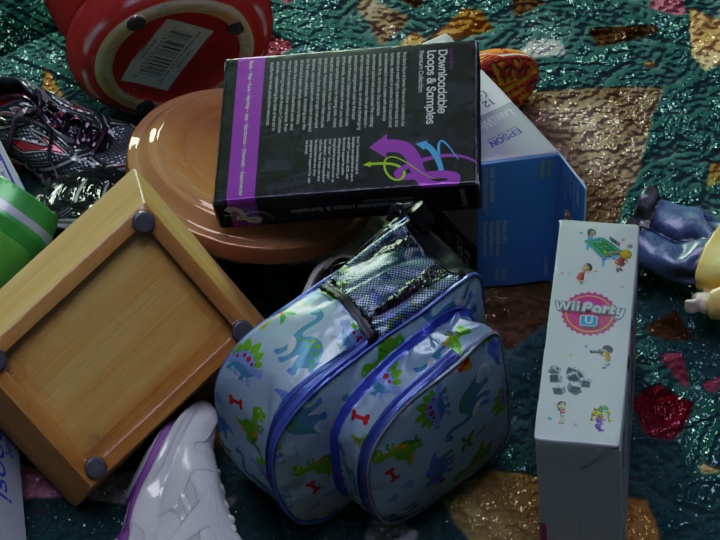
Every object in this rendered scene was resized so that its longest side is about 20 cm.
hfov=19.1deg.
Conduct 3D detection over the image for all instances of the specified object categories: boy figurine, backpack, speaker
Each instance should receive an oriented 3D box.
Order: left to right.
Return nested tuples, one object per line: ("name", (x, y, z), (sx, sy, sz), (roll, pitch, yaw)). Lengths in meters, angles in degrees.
("speaker", (-0.311, 0.025, 1.615), (0.088, 0.088, 0.201), (27, 79, 24))
("backpack", (0.005, 0.087, 1.521), (0.199, 0.184, 0.147), (-32, 53, -18))
("boy figurine", (0.302, -0.005, 1.666), (0.199, 0.065, 0.125), (20, 52, 18))

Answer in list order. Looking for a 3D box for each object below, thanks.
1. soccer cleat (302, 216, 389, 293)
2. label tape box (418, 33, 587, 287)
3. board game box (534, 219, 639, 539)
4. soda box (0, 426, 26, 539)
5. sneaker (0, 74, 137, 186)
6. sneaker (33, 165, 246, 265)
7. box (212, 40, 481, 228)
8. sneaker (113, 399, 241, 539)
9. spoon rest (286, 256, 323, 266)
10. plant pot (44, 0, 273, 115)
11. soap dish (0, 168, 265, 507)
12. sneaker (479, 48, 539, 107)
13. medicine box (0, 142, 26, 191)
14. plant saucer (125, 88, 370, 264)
("soccer cleat", (0.000, 0.000, 1.667), (0.069, 0.078, 0.201), (14, 51, 15))
("label tape box", (0.095, -0.066, 1.676), (0.066, 0.144, 0.200), (-24, 52, -18))
("board game box", (0.164, 0.088, 1.536), (0.064, 0.148, 0.201), (4, 49, 9))
("soda box", (-0.279, 0.185, 1.513), (0.063, 0.068, 0.201), (-29, 46, 17))
("sneaker", (-0.258, -0.113, 1.782), (0.198, 0.075, 0.081), (14, 51, 14))
("sneaker", (-0.174, -0.035, 1.707), (0.198, 0.080, 0.074), (2, 36, 10))
("box", (-0.007, -0.103, 1.608), (0.198, 0.036, 0.144), (-4, 53, 9))
("sneaker", (-0.123, 0.183, 1.533), (0.099, 0.075, 0.201), (23, 47, -8))
("spoon rest", (-0.054, -0.066, 1.752), (0.098, 0.061, 0.201), (-4, 35, -3))
("plant pot", (-0.171, -0.245, 1.818), (0.199, 0.201, 0.184), (-13, 58, -9))
("soap dish", (-0.182, 0.051, 1.558), (0.200, 0.158, 0.081), (-43, 15, -11))
("sneaker", (0.061, -0.153, 1.793), (0.199, 0.074, 0.077), (-15, 38, -27))
("medicine box", (-0.392, -0.097, 1.700), (0.181, 0.103, 0.201), (-26, 85, -19))
("plant saucer", (-0.083, -0.082, 1.671), (0.198, 0.033, 0.201), (6, 41, -5))
